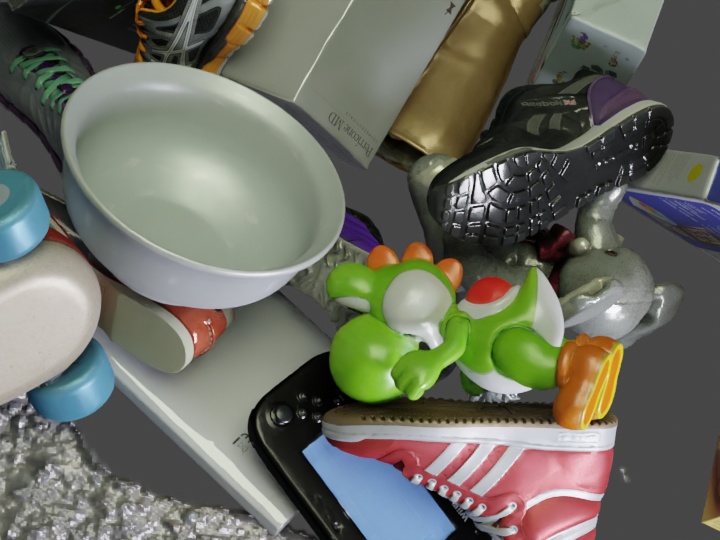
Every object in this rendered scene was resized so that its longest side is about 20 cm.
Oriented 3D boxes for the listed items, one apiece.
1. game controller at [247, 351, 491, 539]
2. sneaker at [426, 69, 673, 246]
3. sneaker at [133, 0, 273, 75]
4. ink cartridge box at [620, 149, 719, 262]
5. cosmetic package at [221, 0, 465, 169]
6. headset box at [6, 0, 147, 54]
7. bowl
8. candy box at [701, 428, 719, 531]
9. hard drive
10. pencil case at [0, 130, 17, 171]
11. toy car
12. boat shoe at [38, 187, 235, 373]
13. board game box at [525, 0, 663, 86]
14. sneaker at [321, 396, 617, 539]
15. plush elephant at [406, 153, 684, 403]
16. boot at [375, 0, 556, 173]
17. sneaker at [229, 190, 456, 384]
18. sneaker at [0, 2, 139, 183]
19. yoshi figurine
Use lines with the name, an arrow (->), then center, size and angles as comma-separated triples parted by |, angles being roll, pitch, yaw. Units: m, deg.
game controller -> 0.010, 0.153, 1.560 | 0.104, 0.042, 0.200 | -37, 91, -25
sneaker -> 0.111, -0.080, 1.550 | 0.200, 0.076, 0.088 | -21, 45, -33
sneaker -> -0.128, -0.172, 1.617 | 0.077, 0.200, 0.078 | 22, 47, -19
ink cartridge box -> 0.292, -0.023, 1.606 | 0.198, 0.200, 0.047 | 31, 83, -24
cosmetic package -> 0.000, -0.189, 1.649 | 0.081, 0.113, 0.200 | 22, 80, 39
headset box -> -0.156, -0.250, 1.623 | 0.200, 0.174, 0.093 | -34, 72, 19
bowl -> -0.118, -0.041, 1.524 | 0.201, 0.090, 0.201 | 18, 39, -15
candy box -> 0.324, 0.111, 1.577 | 0.056, 0.200, 0.117 | 27, 60, -22
hard drive -> -0.088, 0.073, 1.606 | 0.200, 0.027, 0.132 | 43, 65, 8
pencil case -> -0.287, -0.105, 1.552 | 0.091, 0.200, 0.083 | 23, 69, 7
toy car -> -0.287, 0.004, 1.539 | 0.177, 0.184, 0.200 | -30, 44, -15
boat shoe -> -0.179, -0.006, 1.572 | 0.200, 0.071, 0.063 | 34, 46, 15
board game box -> 0.175, -0.180, 1.682 | 0.064, 0.200, 0.148 | 24, 63, -1
sneaker -> 0.071, 0.146, 1.541 | 0.200, 0.071, 0.113 | 3, 102, -6
plush elephant -> 0.138, -0.004, 1.610 | 0.155, 0.165, 0.200 | -10, 84, 22
boot -> 0.042, -0.185, 1.733 | 0.175, 0.066, 0.200 | 27, 69, 17
sneaker -> 0.000, -0.001, 1.621 | 0.200, 0.070, 0.100 | 38, 24, 13
sneaker -> -0.208, -0.127, 1.638 | 0.074, 0.088, 0.200 | -30, 75, -23
yoshi figurine -> 0.063, 0.061, 1.506 | 0.200, 0.112, 0.112 | 19, 50, 15
